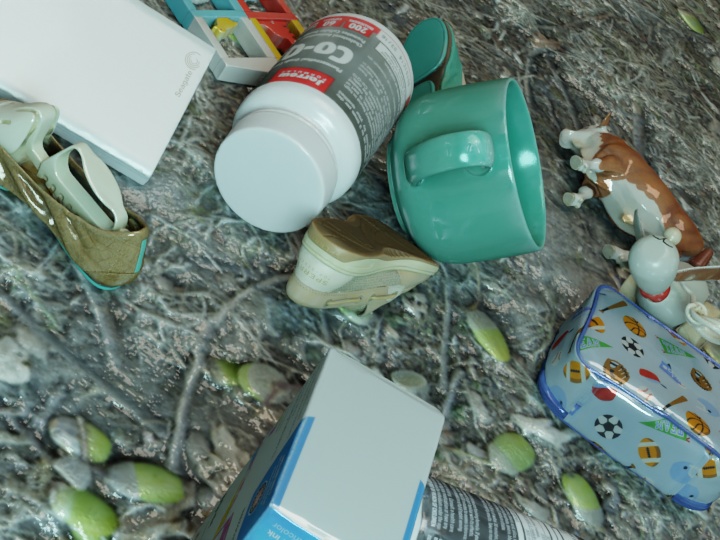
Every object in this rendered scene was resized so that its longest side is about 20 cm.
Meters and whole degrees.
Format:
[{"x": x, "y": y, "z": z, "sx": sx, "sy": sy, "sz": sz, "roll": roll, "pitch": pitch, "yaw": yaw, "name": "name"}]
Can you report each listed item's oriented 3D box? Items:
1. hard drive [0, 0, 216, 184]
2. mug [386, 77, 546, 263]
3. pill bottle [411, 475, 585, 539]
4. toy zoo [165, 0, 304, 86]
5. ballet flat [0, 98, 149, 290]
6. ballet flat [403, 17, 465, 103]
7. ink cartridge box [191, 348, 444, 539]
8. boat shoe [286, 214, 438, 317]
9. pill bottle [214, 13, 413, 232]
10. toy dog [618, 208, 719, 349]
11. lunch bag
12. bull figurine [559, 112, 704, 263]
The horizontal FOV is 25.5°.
[{"x": -0.226, "y": -0.173, "z": 1.246, "sx": 0.200, "sy": 0.027, "sz": 0.132, "roll": 31, "pitch": 63, "yaw": -15, "name": "hard drive"}, {"x": 0.084, "y": -0.091, "z": 1.365, "sx": 0.185, "sy": 0.114, "sz": 0.152, "roll": 62, "pitch": 25, "yaw": -48, "name": "mug"}, {"x": 0.095, "y": 0.216, "z": 1.086, "sx": 0.200, "sy": 0.106, "sz": 0.106, "roll": 25, "pitch": 37, "yaw": -20, "name": "pill bottle"}, {"x": -0.112, "y": -0.232, "z": 1.471, "sx": 0.131, "sy": 0.020, "sz": 0.200, "roll": -8, "pitch": 56, "yaw": -47, "name": "toy zoo"}, {"x": -0.224, "y": -0.074, "z": 1.149, "sx": 0.200, "sy": 0.072, "sz": 0.068, "roll": 45, "pitch": 36, "yaw": 9, "name": "ballet flat"}, {"x": 0.073, "y": -0.166, "z": 1.541, "sx": 0.070, "sy": 0.067, "sz": 0.200, "roll": 49, "pitch": 28, "yaw": -30, "name": "ballet flat"}, {"x": -0.045, "y": 0.168, "z": 0.933, "sx": 0.085, "sy": 0.200, "sz": 0.145, "roll": 30, "pitch": 35, "yaw": -6, "name": "ink cartridge box"}, {"x": 0.000, "y": 0.000, "z": 1.280, "sx": 0.072, "sy": 0.065, "sz": 0.200, "roll": 36, "pitch": 14, "yaw": 19, "name": "boat shoe"}, {"x": -0.038, "y": -0.125, "z": 1.332, "sx": 0.114, "sy": 0.114, "sz": 0.200, "roll": 37, "pitch": 39, "yaw": -3, "name": "pill bottle"}, {"x": 0.288, "y": 0.001, "z": 1.429, "sx": 0.132, "sy": 0.096, "sz": 0.200, "roll": 35, "pitch": -7, "yaw": 1, "name": "toy dog"}, {"x": 0.256, "y": 0.109, "z": 1.381, "sx": 0.200, "sy": 0.076, "sz": 0.160, "roll": 37, "pitch": 32, "yaw": -2, "name": "lunch bag"}, {"x": 0.264, "y": -0.076, "z": 1.603, "sx": 0.200, "sy": 0.065, "sz": 0.121, "roll": 49, "pitch": 40, "yaw": 17, "name": "bull figurine"}]
